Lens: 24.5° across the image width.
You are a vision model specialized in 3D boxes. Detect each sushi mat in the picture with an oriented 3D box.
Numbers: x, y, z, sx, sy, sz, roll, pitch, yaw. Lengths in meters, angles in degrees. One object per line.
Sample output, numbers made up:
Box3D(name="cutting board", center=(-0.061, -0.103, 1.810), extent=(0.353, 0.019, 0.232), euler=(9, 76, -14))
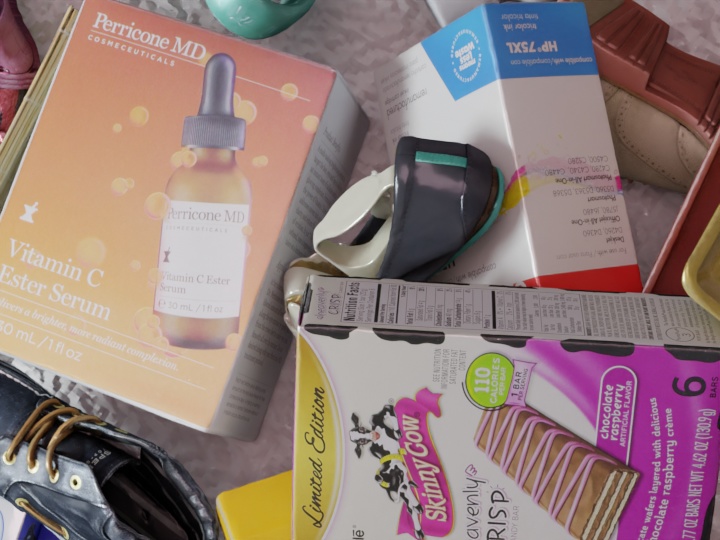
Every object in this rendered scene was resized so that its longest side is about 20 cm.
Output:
Box3D(name="sushi mat", center=(-0.197, -0.048, 0.934), extent=(0.012, 0.096, 0.201), euler=(26, 86, 1))

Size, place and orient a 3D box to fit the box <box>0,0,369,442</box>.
Box3D(name="box", center=(-0.103, -0.026, 0.909), extent=(0.152, 0.106, 0.201), euler=(18, 84, 12))

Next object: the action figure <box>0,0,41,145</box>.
Box3D(name="action figure", center=(-0.228, -0.153, 0.974), extent=(0.149, 0.134, 0.201), euler=(-20, 90, -37))

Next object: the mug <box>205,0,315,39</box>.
Box3D(name="mug", center=(-0.070, -0.218, 0.919), extent=(0.152, 0.114, 0.186), euler=(10, 91, 42))

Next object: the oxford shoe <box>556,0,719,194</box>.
Box3D(name="oxford shoe", center=(0.176, -0.072, 0.900), extent=(0.200, 0.074, 0.071), euler=(40, 45, 3))

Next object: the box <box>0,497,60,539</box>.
Box3D(name="box", center=(-0.267, 0.167, 0.939), extent=(0.199, 0.041, 0.120), euler=(14, 83, 14))

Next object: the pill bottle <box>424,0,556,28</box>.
Box3D(name="pill bottle", center=(0.112, -0.215, 0.900), extent=(0.199, 0.114, 0.114), euler=(-30, 77, 4))

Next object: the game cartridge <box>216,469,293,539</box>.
Box3D(name="game cartridge", center=(0.040, 0.171, 0.825), extent=(0.176, 0.033, 0.200), euler=(-16, 53, -13))

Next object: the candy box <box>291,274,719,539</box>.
Box3D(name="candy box", center=(0.068, 0.079, 0.787), extent=(0.199, 0.061, 0.137), euler=(3, 114, 3))

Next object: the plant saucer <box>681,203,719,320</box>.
Box3D(name="plant saucer", center=(0.257, -0.018, 0.794), extent=(0.200, 0.048, 0.200), euler=(37, 75, -16))

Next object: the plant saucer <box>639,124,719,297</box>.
Box3D(name="plant saucer", center=(0.249, -0.022, 0.847), extent=(0.199, 0.037, 0.201), euler=(27, 85, -19))

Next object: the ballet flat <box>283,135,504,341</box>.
Box3D(name="ballet flat", center=(0.000, 0.000, 0.855), extent=(0.073, 0.200, 0.073), euler=(16, 48, -19))

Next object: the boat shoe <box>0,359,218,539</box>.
Box3D(name="boat shoe", center=(-0.160, 0.096, 0.884), extent=(0.200, 0.091, 0.071), euler=(38, 58, -2))

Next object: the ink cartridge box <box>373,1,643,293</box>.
Box3D(name="ink cartridge box", center=(0.078, -0.026, 0.864), extent=(0.067, 0.116, 0.201), euler=(-6, 81, -30))
